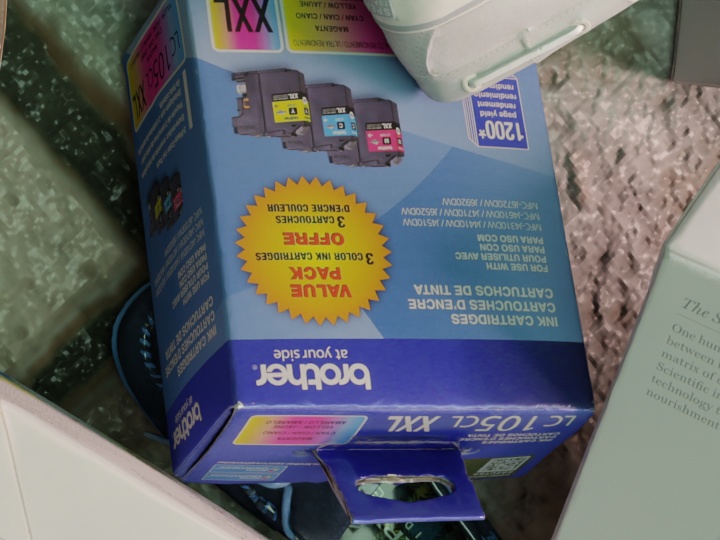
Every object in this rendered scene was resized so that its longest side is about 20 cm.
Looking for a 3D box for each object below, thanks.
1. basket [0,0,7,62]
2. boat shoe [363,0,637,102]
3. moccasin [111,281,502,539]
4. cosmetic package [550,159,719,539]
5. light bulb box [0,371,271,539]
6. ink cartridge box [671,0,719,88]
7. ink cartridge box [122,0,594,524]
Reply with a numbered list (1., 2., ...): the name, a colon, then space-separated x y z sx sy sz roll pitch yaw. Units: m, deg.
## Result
1. basket: -0.227 -0.086 0.956 0.200 0.136 0.180 9 111 -26
2. boat shoe: 0.097 -0.124 1.016 0.200 0.072 0.069 -33 127 -9
3. moccasin: -0.003 0.070 1.090 0.200 0.068 0.080 39 82 -20
4. cosmetic package: 0.184 0.081 1.037 0.199 0.123 0.200 26 128 11
5. light bulb box: -0.097 0.123 0.989 0.198 0.200 0.125 33 85 -21
6. ink cartridge box: 0.243 -0.131 1.122 0.200 0.147 0.146 4 94 -21
7. ink cartridge box: 0.000 0.000 1.036 0.136 0.076 0.200 0 68 -21
